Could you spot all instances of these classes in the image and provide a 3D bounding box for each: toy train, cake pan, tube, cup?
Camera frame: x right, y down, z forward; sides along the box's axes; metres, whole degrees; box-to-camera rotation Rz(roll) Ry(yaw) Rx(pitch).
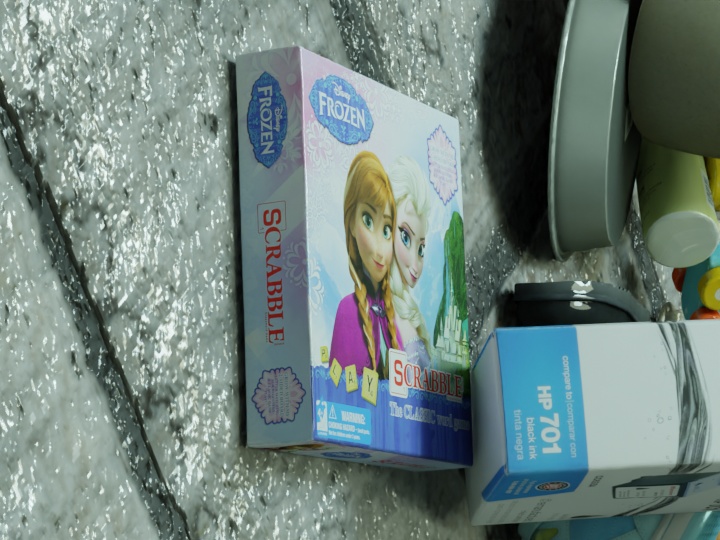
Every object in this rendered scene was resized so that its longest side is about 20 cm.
[{"bbox_3d":[0.248,-0.044,1.779,0.150,0.055,0.202,151,-60,-79],"label":"toy train"},{"bbox_3d":[0.155,-0.103,1.628,0.200,0.036,0.202,7,90,-78],"label":"cake pan"},{"bbox_3d":[0.207,-0.086,1.733,0.052,0.058,0.201,41,30,-33],"label":"tube"},{"bbox_3d":[0.283,-0.149,1.607,0.200,0.143,0.201,-37,141,-38],"label":"cup"}]

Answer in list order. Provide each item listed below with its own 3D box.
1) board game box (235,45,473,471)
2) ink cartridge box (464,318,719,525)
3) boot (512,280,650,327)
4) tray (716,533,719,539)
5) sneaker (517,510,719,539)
[{"bbox_3d":[0.000,0.000,1.339,0.200,0.041,0.201,16,70,-63],"label":"board game box"},{"bbox_3d":[0.163,0.083,1.400,0.147,0.198,0.087,106,-18,-73],"label":"ink cartridge box"},{"bbox_3d":[0.144,0.115,1.595,0.165,0.065,0.202,20,70,-60],"label":"boot"},{"bbox_3d":[0.220,0.167,1.762,0.200,0.037,0.099,26,61,-59],"label":"tray"},{"bbox_3d":[0.119,0.183,1.513,0.201,0.130,0.080,-56,161,-1],"label":"sneaker"}]
